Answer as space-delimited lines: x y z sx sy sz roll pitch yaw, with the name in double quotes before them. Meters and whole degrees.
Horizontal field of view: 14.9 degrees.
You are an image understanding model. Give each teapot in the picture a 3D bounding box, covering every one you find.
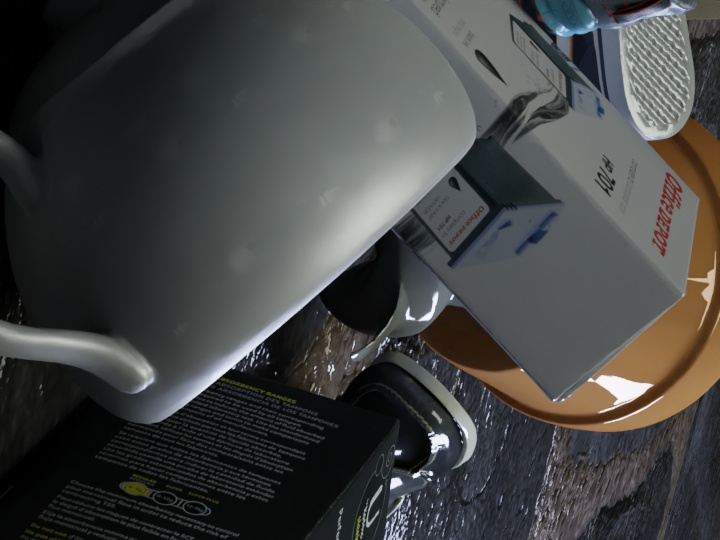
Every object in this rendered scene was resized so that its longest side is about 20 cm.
"teapot" -0.066 -0.047 1.022 0.197 0.146 0.200 -41 -176 3

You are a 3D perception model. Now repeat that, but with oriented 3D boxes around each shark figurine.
"shark figurine" 0.009 -0.005 1.339 0.090 0.128 0.215 -53 155 -25

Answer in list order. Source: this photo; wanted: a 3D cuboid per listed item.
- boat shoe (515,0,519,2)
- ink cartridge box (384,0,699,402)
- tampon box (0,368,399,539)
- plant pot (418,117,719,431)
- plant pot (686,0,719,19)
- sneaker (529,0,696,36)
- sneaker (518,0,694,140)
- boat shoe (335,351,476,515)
"boat shoe" 0.129 -0.191 1.485 0.075 0.068 0.200 -73 175 -72
"ink cartridge box" 0.057 -0.057 1.251 0.086 0.200 0.146 -42 -172 19
"tampon box" -0.082 0.150 1.167 0.200 0.126 0.150 -47 149 -59
"plant pot" 0.110 -0.007 1.574 0.140 0.200 0.200 4 102 -56
"plant pot" 0.197 -0.258 1.580 0.200 0.200 0.177 -61 148 -64
"sneaker" 0.155 -0.194 1.317 0.079 0.095 0.200 46 58 -45
"sneaker" 0.122 -0.167 1.409 0.078 0.079 0.200 -2 93 -39
"boat shoe" 0.007 0.098 1.429 0.068 0.072 0.200 -46 179 -23
